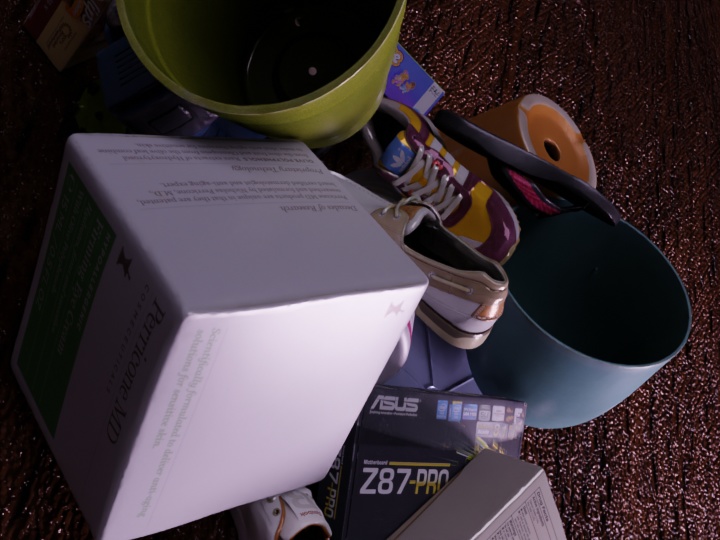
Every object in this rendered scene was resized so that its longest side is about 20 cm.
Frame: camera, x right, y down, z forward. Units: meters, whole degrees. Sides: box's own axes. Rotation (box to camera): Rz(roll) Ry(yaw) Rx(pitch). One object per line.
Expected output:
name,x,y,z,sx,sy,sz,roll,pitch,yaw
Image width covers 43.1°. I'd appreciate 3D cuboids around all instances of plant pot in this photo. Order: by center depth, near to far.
plant pot,-0.051,-0.180,0.676,0.193,0.197,0.203,52,16,-77
plant pot,0.191,0.057,0.890,0.197,0.162,0.203,11,47,-12
plant pot,0.147,-0.090,0.991,0.198,0.182,0.203,24,51,-32

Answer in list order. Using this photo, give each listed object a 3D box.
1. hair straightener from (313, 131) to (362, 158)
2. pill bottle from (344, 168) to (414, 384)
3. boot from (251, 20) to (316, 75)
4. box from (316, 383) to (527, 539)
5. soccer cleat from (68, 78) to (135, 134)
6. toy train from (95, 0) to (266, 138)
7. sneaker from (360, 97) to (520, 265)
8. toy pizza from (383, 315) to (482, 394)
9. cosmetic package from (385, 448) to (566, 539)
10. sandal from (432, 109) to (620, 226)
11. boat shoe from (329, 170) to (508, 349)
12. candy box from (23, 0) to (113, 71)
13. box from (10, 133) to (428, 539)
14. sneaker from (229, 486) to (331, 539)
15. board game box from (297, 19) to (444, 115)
hair straightener,-0.003,-0.160,1.004,0.077,0.041,0.200,54,37,-5
pill bottle,0.000,0.000,0.835,0.113,0.113,0.202,39,35,-20
boot,-0.083,-0.231,0.879,0.147,0.070,0.201,50,8,-26
box,0.054,0.184,0.784,0.198,0.049,0.165,12,84,-37
soccer cleat,-0.183,-0.066,0.746,0.080,0.067,0.203,13,57,-52
toy train,-0.143,-0.147,0.771,0.200,0.085,0.116,43,28,-60
sneaker,0.060,-0.079,0.818,0.089,0.075,0.201,14,31,-52
toy pizza,0.062,0.130,0.889,0.198,0.032,0.203,25,51,-34
cosmetic package,0.074,0.249,0.729,0.199,0.073,0.105,-34,115,-31
sandal,0.148,-0.084,0.844,0.197,0.075,0.046,26,89,-9
boat shoe,0.036,-0.027,0.739,0.199,0.069,0.075,37,41,12
candy box,-0.192,-0.260,0.812,0.056,0.115,0.200,51,41,-7
box,-0.102,0.038,0.619,0.198,0.201,0.172,-6,44,-44
sneaker,-0.059,0.174,0.703,0.072,0.084,0.203,2,61,-42
board game box,-0.016,-0.241,0.911,0.199,0.045,0.135,40,6,-29
